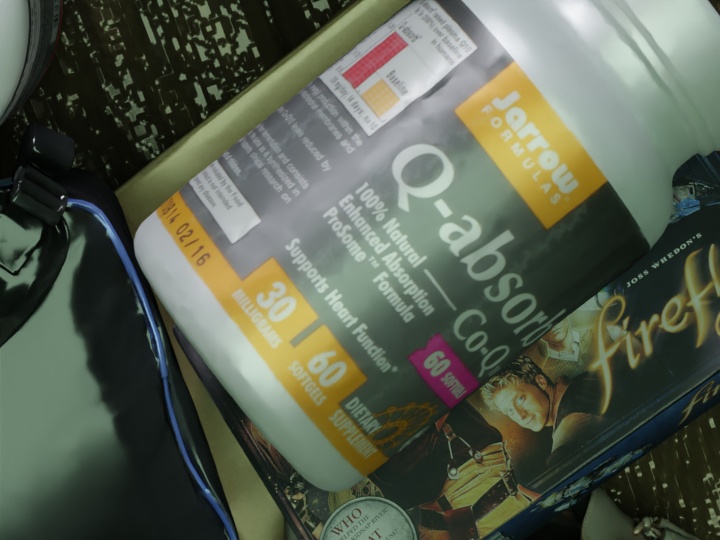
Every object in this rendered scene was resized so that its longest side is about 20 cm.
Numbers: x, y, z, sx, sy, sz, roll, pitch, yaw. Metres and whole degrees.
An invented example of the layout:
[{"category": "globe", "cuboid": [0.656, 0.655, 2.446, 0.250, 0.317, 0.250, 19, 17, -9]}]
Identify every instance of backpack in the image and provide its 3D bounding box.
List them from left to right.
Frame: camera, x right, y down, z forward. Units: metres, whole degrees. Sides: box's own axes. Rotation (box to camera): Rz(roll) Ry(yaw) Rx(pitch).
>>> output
[{"category": "backpack", "cuboid": [-0.152, 0.067, 0.978, 0.190, 0.154, 0.201, -20, 97, -6]}]

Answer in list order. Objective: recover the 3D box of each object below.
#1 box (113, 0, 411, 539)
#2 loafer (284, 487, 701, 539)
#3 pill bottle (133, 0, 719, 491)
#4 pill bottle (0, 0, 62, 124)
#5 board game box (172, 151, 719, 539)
[{"category": "box", "cuboid": [0.000, 0.000, 1.057, 0.200, 0.021, 0.164, -38, 98, 4]}, {"category": "loafer", "cuboid": [0.069, 0.105, 1.044, 0.199, 0.072, 0.063, 9, 97, -8]}, {"category": "pill bottle", "cuboid": [0.032, -0.028, 0.939, 0.200, 0.116, 0.117, -39, 97, 2]}, {"category": "pill bottle", "cuboid": [-0.166, -0.088, 0.951, 0.115, 0.200, 0.117, 0, 98, 0]}, {"category": "board game box", "cuboid": [0.048, 0.020, 1.001, 0.200, 0.035, 0.136, -36, 67, 3]}]
